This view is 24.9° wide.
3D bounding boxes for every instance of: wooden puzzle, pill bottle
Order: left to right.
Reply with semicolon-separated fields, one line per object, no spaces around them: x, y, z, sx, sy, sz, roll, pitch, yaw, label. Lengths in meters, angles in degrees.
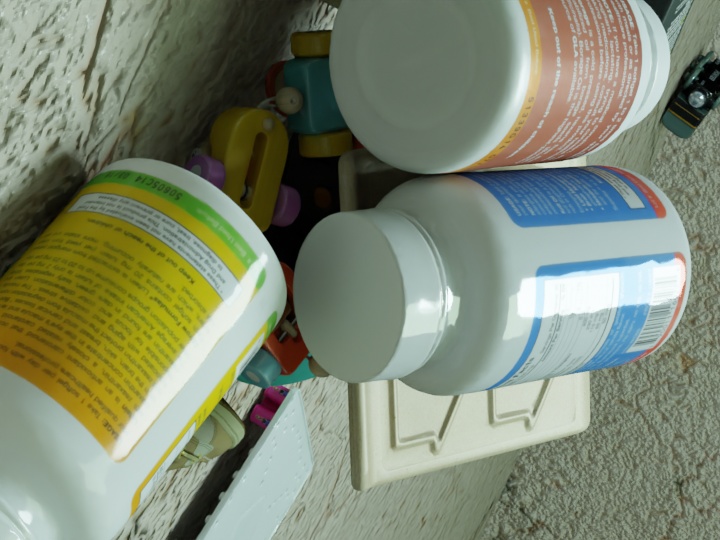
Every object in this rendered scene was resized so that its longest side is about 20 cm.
-0.128;0.053;0.717;0.200;0.111;0.111;-53;164;-34;pill bottle
0.057;0.016;0.932;0.200;0.046;0.186;-10;103;-41;wooden puzzle
0.067;0.004;0.834;0.200;0.112;0.112;-5;126;-41;pill bottle
0.082;-0.110;0.853;0.200;0.112;0.112;-9;127;-54;pill bottle

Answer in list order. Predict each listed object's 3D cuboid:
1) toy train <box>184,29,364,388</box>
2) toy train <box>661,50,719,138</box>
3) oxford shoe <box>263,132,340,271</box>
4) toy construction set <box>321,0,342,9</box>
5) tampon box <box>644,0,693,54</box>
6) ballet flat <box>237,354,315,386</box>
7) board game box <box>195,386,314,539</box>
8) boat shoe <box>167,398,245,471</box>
-0.036;-0.043;0.908;0.200;0.056;0.150;-56;130;-23;toy train
0.584;-0.302;2.803;0.114;0.085;0.200;-56;174;32;toy train
-0.034;-0.045;1.015;0.084;0.073;0.200;-33;-159;49;oxford shoe
0.017;-0.202;0.835;0.131;0.092;0.200;-60;156;-11;toy construction set
0.181;-0.242;1.221;0.126;0.150;0.200;-45;158;-53;tampon box
-0.027;0.029;1.060;0.073;0.073;0.200;-56;-165;-26;ballet flat
-0.103;0.203;1.294;0.200;0.026;0.200;-57;165;-20;board game box
-0.118;0.080;0.924;0.066;0.074;0.200;-47;162;-9;boat shoe
